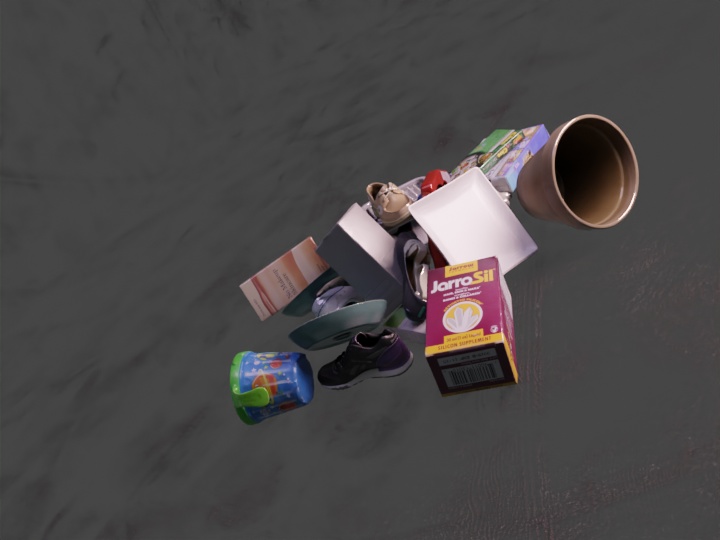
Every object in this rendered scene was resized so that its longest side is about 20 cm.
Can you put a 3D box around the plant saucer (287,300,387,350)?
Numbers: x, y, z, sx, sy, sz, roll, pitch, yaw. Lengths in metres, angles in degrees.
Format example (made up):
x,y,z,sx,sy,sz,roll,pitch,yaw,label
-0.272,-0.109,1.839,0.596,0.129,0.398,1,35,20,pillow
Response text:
x,y,z,sx,sy,sz,roll,pitch,yaw,label
-0.037,0.109,1.509,0.196,0.037,0.200,-19,-13,-5,plant saucer

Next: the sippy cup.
x,y,z,sx,sy,sz,roll,pitch,yaw,label
-0.159,0.212,1.517,0.128,0.141,0.180,-11,40,15,sippy cup

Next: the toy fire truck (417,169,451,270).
x,y,z,sx,sy,sz,roll,pitch,yaw,label
0.165,-0.097,1.572,0.110,0.205,0.167,-14,-3,25,toy fire truck

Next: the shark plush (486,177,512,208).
x,y,z,sx,sy,sz,roll,pitch,yaw,label
0.231,-0.132,1.731,0.197,0.090,0.085,-7,65,34,shark plush

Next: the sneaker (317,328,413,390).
x,y,z,sx,sy,sz,roll,pitch,yaw,label
-0.005,0.152,1.478,0.197,0.088,0.076,-19,29,28,sneaker

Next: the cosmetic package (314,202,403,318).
x,y,z,sx,sy,sz,roll,pitch,yaw,label
0.020,-0.019,1.575,0.090,0.200,0.107,-45,2,-43,cosmetic package

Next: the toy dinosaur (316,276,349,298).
x,y,z,sx,sy,sz,roll,pitch,yaw,label
0.000,0.000,1.652,0.195,0.090,0.047,-7,-15,-17,toy dinosaur

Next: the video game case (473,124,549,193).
x,y,z,sx,sy,sz,roll,pitch,yaw,label
0.312,-0.242,1.837,0.179,0.046,0.201,-7,36,50,video game case

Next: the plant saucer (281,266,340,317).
x,y,z,sx,sy,sz,roll,pitch,yaw,label
-0.084,0.041,1.743,0.199,0.036,0.200,-41,-3,-3,plant saucer

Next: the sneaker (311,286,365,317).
x,y,z,sx,sy,sz,roll,pitch,yaw,label
-0.017,0.055,1.694,0.199,0.070,0.074,-37,-21,-40,sneaker

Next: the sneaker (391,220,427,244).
x,y,z,sx,sy,sz,roll,pitch,yaw,label
0.068,-0.058,1.771,0.199,0.077,0.113,-37,23,-28,sneaker

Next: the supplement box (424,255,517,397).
x,y,z,sx,sy,sz,roll,pitch,yaw,label
0.179,0.089,1.316,0.128,0.104,0.202,-13,38,16,supplement box

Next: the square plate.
x,y,z,sx,sy,sz,roll,pitch,yaw,label
0.207,-0.072,1.494,0.196,0.202,0.028,-31,-11,-31,square plate

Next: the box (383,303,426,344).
x,y,z,sx,sy,sz,roll,pitch,yaw,label
0.151,0.077,1.494,0.144,0.037,0.198,-46,30,-24,box

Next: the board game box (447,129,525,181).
x,y,z,sx,sy,sz,roll,pitch,yaw,label
0.271,-0.249,1.820,0.199,0.024,0.104,-42,21,-12,board game box

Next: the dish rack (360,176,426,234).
x,y,z,sx,sy,sz,roll,pitch,yaw,label
0.092,-0.139,1.766,0.169,0.044,0.200,-27,20,-1,dish rack

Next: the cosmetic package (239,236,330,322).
x,y,z,sx,sy,sz,roll,pitch,yaw,label
-0.170,0.019,1.856,0.198,0.104,0.087,-36,4,-3,cosmetic package

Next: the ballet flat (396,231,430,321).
x,y,z,sx,sy,sz,roll,pitch,yaw,label
0.108,-0.003,1.501,0.072,0.073,0.203,-20,51,23,ballet flat

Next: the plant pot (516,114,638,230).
x,y,z,sx,sy,sz,roll,pitch,yaw,label
0.384,-0.165,1.503,0.200,0.201,0.173,-43,11,-22,plant pot

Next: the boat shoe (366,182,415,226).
x,y,z,sx,sy,sz,roll,pitch,yaw,label
0.058,-0.140,1.642,0.071,0.066,0.200,-34,19,-7,boat shoe
